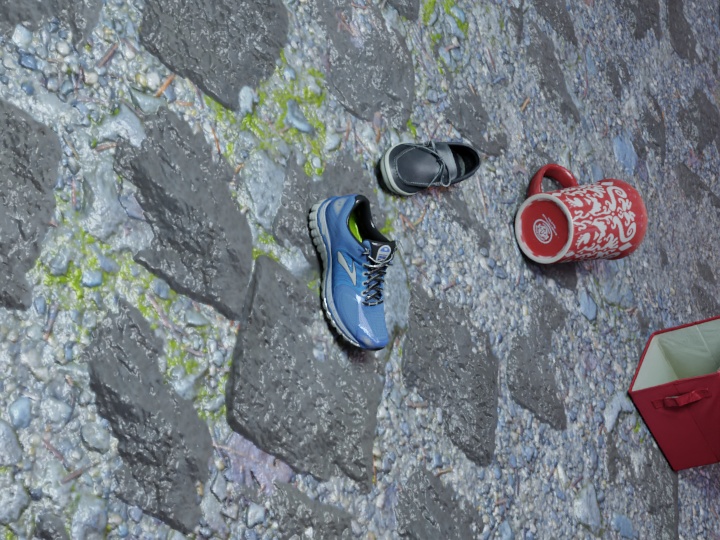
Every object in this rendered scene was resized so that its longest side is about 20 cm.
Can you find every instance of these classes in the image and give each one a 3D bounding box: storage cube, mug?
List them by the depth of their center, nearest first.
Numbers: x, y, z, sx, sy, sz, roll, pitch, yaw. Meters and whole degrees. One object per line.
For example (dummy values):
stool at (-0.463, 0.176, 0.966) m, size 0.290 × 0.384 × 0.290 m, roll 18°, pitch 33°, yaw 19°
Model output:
mug at (0.326, -0.080, 1.960) m, size 0.200 × 0.177 × 0.134 m, roll -10°, pitch 119°, yaw -48°
storage cube at (0.582, 0.203, 2.084) m, size 0.180 × 0.171 × 0.200 m, roll 58°, pitch 39°, yaw -17°

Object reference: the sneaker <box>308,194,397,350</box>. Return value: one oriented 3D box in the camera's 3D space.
sneaker at (0.000, 0.000, 1.523) m, size 0.079 × 0.089 × 0.200 m, roll -8°, pitch 81°, yaw -51°

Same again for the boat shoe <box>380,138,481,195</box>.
boat shoe at (0.099, -0.148, 1.732) m, size 0.200 × 0.062 × 0.075 m, roll -10°, pitch 84°, yaw -51°
